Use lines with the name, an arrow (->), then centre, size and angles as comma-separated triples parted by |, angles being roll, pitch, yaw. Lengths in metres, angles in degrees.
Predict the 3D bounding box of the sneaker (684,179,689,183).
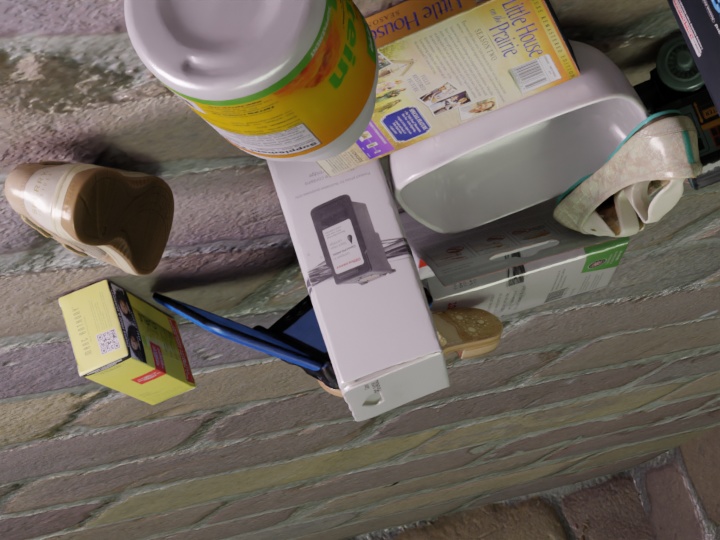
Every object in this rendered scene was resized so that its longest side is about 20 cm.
sneaker -> 0.324, -0.113, 1.497 | 0.081, 0.088, 0.200 | 35, 149, -13

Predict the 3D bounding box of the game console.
game console -> -0.062, 0.024, 1.536 | 0.171, 0.119, 0.200 | -40, -160, -12

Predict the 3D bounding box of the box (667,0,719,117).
box -> 0.280, -0.146, 1.181 | 0.046, 0.201, 0.159 | -18, 166, -13

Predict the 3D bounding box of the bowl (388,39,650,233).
bowl -> 0.119, -0.108, 1.362 | 0.199, 0.075, 0.200 | -22, 165, 12

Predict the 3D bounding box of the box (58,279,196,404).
box -> -0.206, 0.068, 1.588 | 0.050, 0.076, 0.200 | -21, 164, 6

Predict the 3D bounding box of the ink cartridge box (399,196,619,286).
ink cartridge box -> 0.119, -0.020, 1.527 | 0.159, 0.048, 0.200 | -15, -159, -10

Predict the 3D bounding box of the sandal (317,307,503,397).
sandal -> 0.049, 0.049, 1.576 | 0.211, 0.078, 0.070 | -14, 130, -40

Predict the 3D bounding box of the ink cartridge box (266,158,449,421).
ink cartridge box -> 0.000, 0.000, 1.352 | 0.083, 0.201, 0.145 | -19, 165, 1

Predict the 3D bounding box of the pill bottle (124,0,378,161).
pill bottle -> -0.051, -0.127, 1.017 | 0.111, 0.112, 0.200 | -21, 165, 9

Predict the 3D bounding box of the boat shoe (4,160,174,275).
boat shoe -> -0.188, -0.042, 1.257 | 0.065, 0.073, 0.200 | 15, 178, 15

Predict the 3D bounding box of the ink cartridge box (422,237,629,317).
ink cartridge box -> 0.144, -0.013, 1.700 | 0.199, 0.085, 0.146 | -16, 164, -6

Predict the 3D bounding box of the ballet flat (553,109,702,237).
ballet flat -> 0.206, -0.058, 1.382 | 0.067, 0.063, 0.200 | -13, 164, -20

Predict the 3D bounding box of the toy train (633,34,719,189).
toy train -> 0.319, -0.145, 1.397 | 0.199, 0.115, 0.085 | -21, 165, 9

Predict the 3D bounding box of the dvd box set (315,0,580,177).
dvd box set -> 0.041, -0.137, 1.214 | 0.199, 0.030, 0.146 | -22, 156, 12
